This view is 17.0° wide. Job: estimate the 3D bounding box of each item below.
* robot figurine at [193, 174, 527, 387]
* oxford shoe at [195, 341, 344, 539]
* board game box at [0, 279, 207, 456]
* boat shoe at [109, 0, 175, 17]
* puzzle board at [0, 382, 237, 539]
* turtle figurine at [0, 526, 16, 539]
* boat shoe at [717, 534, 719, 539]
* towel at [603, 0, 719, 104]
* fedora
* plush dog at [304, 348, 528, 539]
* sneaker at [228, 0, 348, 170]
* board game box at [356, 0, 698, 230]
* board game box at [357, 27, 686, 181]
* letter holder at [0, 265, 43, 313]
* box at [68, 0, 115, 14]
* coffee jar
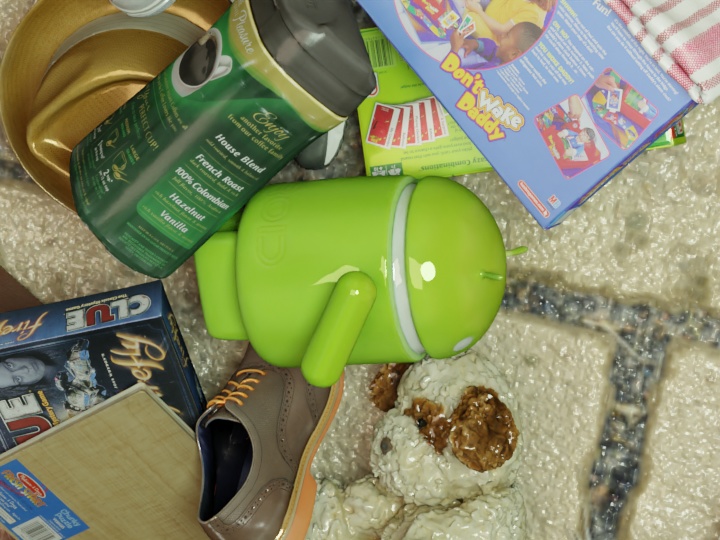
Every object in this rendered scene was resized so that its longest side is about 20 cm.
[{"bbox_3d":[0.000,0.000,1.491,0.199,0.175,0.116,-3,105,17],"label":"robot figurine"},{"bbox_3d":[-0.061,0.087,1.538,0.071,0.073,0.201,-18,53,35],"label":"oxford shoe"},{"bbox_3d":[-0.166,0.100,1.557,0.135,0.035,0.200,-12,132,6],"label":"board game box"},{"bbox_3d":[-0.166,-0.258,1.521,0.072,0.069,0.201,-13,77,14],"label":"boat shoe"},{"bbox_3d":[-0.145,0.161,1.580,0.150,0.017,0.200,-26,129,19],"label":"puzzle board"},{"bbox_3d":[-0.303,0.176,1.621,0.161,0.200,0.065,-8,68,-5],"label":"turtle figurine"},{"bbox_3d":[0.239,0.218,1.499,0.063,0.073,0.201,22,97,17],"label":"boat shoe"},{"bbox_3d":[0.187,-0.206,1.440,0.200,0.146,0.030,50,146,6],"label":"towel"},{"bbox_3d":[-0.150,-0.099,1.561,0.200,0.082,0.201,5,113,12],"label":"fedora"},{"bbox_3d":[0.057,0.134,1.514,0.160,0.200,0.173,1,102,-24],"label":"plush dog"},{"bbox_3d":[-0.049,-0.161,1.523,0.080,0.074,0.201,-7,103,-6],"label":"sneaker"},{"bbox_3d":[0.103,-0.145,1.467,0.134,0.045,0.200,-41,83,17],"label":"board game box"},{"bbox_3d":[0.098,-0.116,1.521,0.199,0.048,0.102,-7,94,18],"label":"board game box"},{"bbox_3d":[-0.304,0.036,1.613,0.200,0.142,0.101,41,106,10],"label":"letter holder"},{"bbox_3d":[-0.130,-0.278,1.580,0.155,0.041,0.201,-7,95,18],"label":"box"},{"bbox_3d":[-0.081,-0.093,1.457,0.200,0.104,0.085,-41,123,18],"label":"coffee jar"}]
